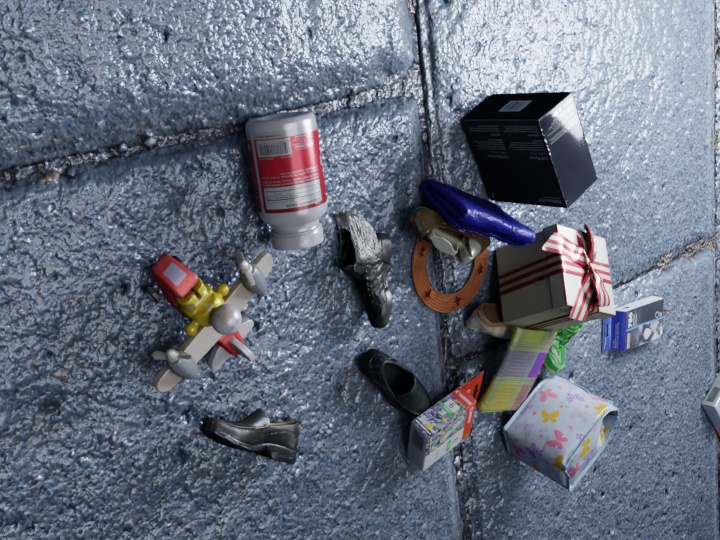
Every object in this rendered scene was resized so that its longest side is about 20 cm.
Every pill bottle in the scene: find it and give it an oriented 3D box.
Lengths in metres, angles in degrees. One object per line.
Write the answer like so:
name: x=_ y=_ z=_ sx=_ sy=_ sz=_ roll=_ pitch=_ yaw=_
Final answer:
pill bottle: x=-0.111 y=-0.139 z=1.305 sx=0.111 sy=0.112 sz=0.203 roll=-18 pitch=109 yaw=-34

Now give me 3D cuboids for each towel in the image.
towel: x=0.318 y=0.208 z=1.715 sx=0.142 sy=0.023 sz=0.202 roll=8 pitch=112 yaw=-43
towel: x=0.215 y=-0.101 z=1.550 sx=0.198 sy=0.148 sz=0.050 roll=16 pitch=109 yaw=-38

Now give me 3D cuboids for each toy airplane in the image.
toy airplane: x=-0.216 y=0.074 z=1.244 sx=0.197 sy=0.140 sz=0.204 roll=-3 pitch=100 yaw=-38

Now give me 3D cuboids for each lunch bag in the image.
lunch bag: x=0.427 y=0.333 z=1.763 sx=0.200 sy=0.168 sz=0.128 roll=-46 pitch=138 yaw=-21

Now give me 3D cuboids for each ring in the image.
ring: x=0.178 y=-0.017 z=1.611 sx=0.198 sy=0.019 sz=0.204 roll=-7 pitch=102 yaw=-37

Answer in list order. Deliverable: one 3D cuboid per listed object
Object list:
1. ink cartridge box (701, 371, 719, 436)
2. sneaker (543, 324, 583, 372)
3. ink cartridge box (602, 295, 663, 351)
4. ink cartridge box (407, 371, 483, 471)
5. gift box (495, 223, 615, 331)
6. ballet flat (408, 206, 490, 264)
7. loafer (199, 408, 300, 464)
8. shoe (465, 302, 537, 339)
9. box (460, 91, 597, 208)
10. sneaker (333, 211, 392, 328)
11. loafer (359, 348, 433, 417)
ink cartridge box: x=1.036 y=0.369 z=2.329 sx=0.163 sy=0.057 sz=0.200 roll=-52 pitch=120 yaw=-19
sneaker: x=0.430 y=0.122 z=1.790 sx=0.073 sy=0.083 sz=0.204 roll=-2 pitch=100 yaw=-37
ink cartridge box: x=0.652 y=0.129 z=1.993 sx=0.198 sy=0.039 sz=0.101 roll=-14 pitch=107 yaw=-35
ink cartridge box: x=0.180 y=0.291 z=1.623 sx=0.199 sy=0.050 sz=0.110 roll=-29 pitch=142 yaw=-30
gift box: x=0.382 y=0.023 z=1.637 sx=0.198 sy=0.186 sz=0.188 roll=5 pitch=71 yaw=-41
ballet flat: x=0.171 y=-0.053 z=1.536 sx=0.198 sy=0.073 sz=0.068 roll=24 pitch=128 yaw=-37
loafer: x=-0.177 y=0.259 z=1.360 sx=0.199 sy=0.072 sz=0.073 roll=30 pitch=71 yaw=-47
shoe: x=0.291 y=0.102 z=1.704 sx=0.198 sy=0.071 sz=0.053 roll=9 pitch=138 yaw=-41
box: x=0.314 y=-0.227 z=1.564 sx=0.104 sy=0.199 sz=0.184 roll=-39 pitch=120 yaw=-26
sneaker: x=0.002 y=0.000 z=1.455 sx=0.103 sy=0.060 sz=0.204 roll=0 pitch=93 yaw=-39
loafer: x=0.076 y=0.215 z=1.540 sx=0.201 sy=0.070 sz=0.069 roll=45 pitch=72 yaw=-35
